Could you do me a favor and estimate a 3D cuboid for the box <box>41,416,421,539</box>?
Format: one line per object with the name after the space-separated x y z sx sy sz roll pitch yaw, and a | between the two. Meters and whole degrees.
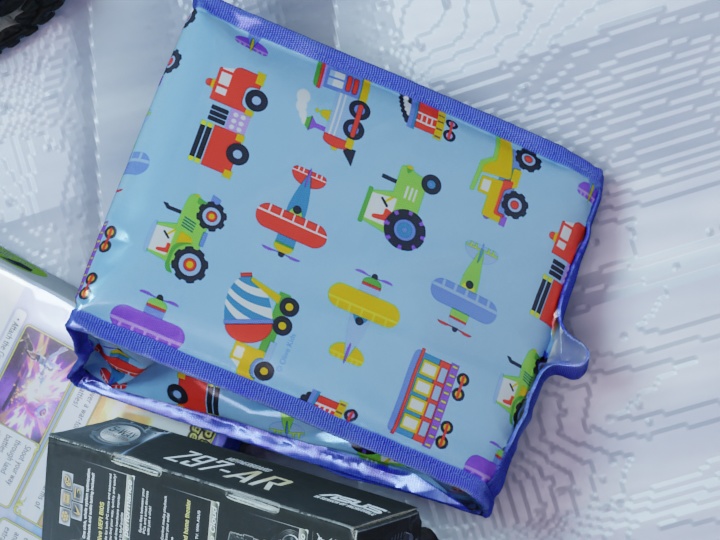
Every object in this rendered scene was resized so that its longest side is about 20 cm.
-0.059 0.174 1.143 0.160 0.044 0.200 13 104 36 | box

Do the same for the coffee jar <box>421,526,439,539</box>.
0.001 0.208 1.188 0.104 0.085 0.200 -10 90 25 | coffee jar

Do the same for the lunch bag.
0.000 0.000 1.169 0.200 0.094 0.151 20 72 2 | lunch bag

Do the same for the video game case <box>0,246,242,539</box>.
-0.165 0.098 1.240 0.181 0.045 0.200 29 97 10 | video game case

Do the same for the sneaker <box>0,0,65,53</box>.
-0.225 -0.109 1.241 0.200 0.078 0.086 -26 75 4 | sneaker
